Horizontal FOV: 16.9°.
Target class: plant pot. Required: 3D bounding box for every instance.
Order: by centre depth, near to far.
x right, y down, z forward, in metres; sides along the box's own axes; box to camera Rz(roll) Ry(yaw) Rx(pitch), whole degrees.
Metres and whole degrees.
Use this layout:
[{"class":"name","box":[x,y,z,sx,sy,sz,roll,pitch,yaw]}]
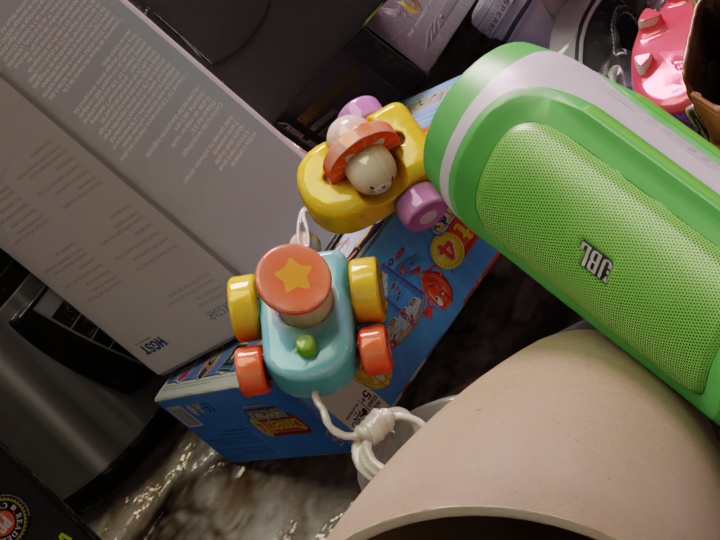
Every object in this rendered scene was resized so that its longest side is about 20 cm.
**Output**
[{"class":"plant pot","box":[0.078,0.115,0.963,0.187,0.187,0.200,-23,21,26]}]

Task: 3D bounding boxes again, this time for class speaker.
[{"class":"speaker","box":[0.119,-0.011,0.981,0.088,0.088,0.200,-46,60,-9]}]

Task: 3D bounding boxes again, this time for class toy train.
[{"class":"toy train","box":[0.027,-0.013,1.074,0.150,0.056,0.200,28,71,22]}]

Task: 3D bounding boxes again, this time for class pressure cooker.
[{"class":"pressure cooker","box":[-0.209,0.026,1.334,0.179,0.200,0.176,-44,28,-6]}]

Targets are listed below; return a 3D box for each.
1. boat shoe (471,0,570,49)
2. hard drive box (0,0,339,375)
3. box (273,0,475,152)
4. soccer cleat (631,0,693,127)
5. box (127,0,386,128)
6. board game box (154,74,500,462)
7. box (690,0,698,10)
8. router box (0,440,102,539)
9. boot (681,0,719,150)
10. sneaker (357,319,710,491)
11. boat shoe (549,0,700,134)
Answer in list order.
[{"class":"boat shoe","box":[0.120,-0.172,1.365,0.074,0.067,0.200,-57,1,42]},{"class":"hard drive box","box":[-0.125,-0.050,1.200,0.077,0.200,0.156,-56,15,-28]},{"class":"box","box":[0.035,-0.172,1.411,0.200,0.048,0.158,-58,10,-25]},{"class":"soccer cleat","box":[0.182,-0.121,1.198,0.067,0.077,0.200,-6,36,24]},{"class":"box","box":[-0.086,-0.130,1.286,0.149,0.124,0.200,-49,8,-27]},{"class":"board game box","box":[0.000,0.000,1.213,0.196,0.056,0.200,-54,13,-17]},{"class":"box","box":[0.235,-0.193,1.108,0.200,0.101,0.113,-14,30,8]},{"class":"router box","box":[-0.220,0.182,1.198,0.200,0.150,0.062,-48,32,-11]},{"class":"boot","box":[0.180,-0.058,1.062,0.077,0.155,0.200,-32,28,15]},{"class":"sneaker","box":[0.094,0.065,1.108,0.200,0.077,0.082,-25,9,20]},{"class":"boat shoe","box":[0.138,-0.073,1.211,0.068,0.072,0.200,-24,37,28]}]
